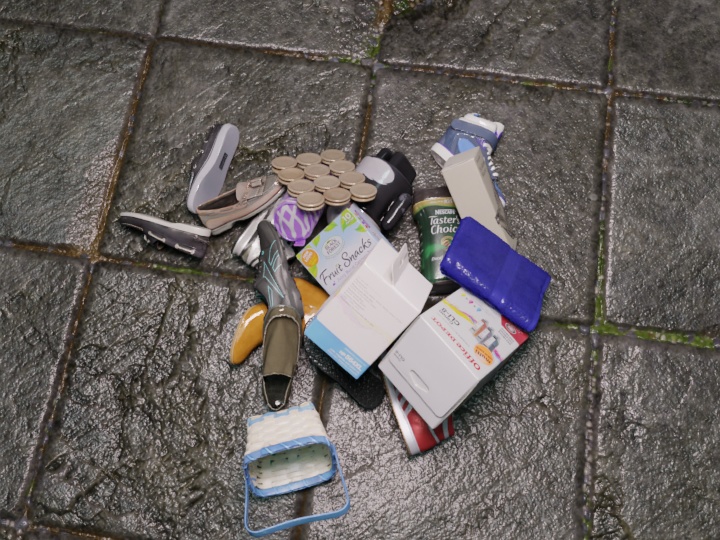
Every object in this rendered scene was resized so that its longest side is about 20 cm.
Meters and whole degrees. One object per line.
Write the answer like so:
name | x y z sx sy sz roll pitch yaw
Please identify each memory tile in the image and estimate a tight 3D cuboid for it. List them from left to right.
memory tile | -0.071 -0.167 1.371 0.151 0.017 0.201 -12 37 -20

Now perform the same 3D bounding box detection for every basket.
basket | -0.113 0.337 1.271 0.173 0.141 0.202 -11 41 -1

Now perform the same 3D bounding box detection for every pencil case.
pencil case | -0.098 -0.132 1.411 0.082 0.087 0.201 1 31 18

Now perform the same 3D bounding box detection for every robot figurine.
robot figurine | 0.023 -0.135 1.438 0.124 0.150 0.201 37 78 -2

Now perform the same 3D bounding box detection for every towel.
towel | 0.236 0.007 1.318 0.199 0.050 0.148 37 45 -3

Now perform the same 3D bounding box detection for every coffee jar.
coffee jar | 0.155 -0.063 1.428 0.102 0.086 0.204 -7 71 -1

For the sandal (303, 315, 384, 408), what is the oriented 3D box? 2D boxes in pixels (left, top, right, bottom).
sandal | -0.038 0.170 1.369 0.075 0.048 0.201 -40 97 -15

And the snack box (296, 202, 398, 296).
snack box | 0.000 0.000 1.367 0.142 0.053 0.201 -40 94 23

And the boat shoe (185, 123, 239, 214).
boat shoe | -0.311 -0.209 1.509 0.065 0.070 0.203 13 75 25

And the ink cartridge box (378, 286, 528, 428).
ink cartridge box | 0.160 0.139 1.284 0.145 0.145 0.199 46 38 14

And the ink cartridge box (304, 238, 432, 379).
ink cartridge box | 0.023 0.055 1.280 0.125 0.129 0.200 41 116 -3

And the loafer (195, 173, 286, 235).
loafer | -0.231 -0.134 1.432 0.198 0.063 0.073 -28 32 26

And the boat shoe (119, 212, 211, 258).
boat shoe | -0.384 -0.070 1.463 0.196 0.074 0.062 13 92 12

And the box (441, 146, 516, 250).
box | 0.222 -0.117 1.389 0.067 0.082 0.202 -18 109 24

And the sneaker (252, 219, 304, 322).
sneaker | -0.163 0.002 1.364 0.078 0.076 0.203 -17 71 -7

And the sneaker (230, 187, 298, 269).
sneaker | -0.153 -0.081 1.467 0.115 0.076 0.202 36 73 -5

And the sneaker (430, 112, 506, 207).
sneaker | 0.249 -0.225 1.478 0.146 0.081 0.200 -42 70 -6

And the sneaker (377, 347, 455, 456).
sneaker | 0.104 0.216 1.347 0.111 0.071 0.203 -20 80 0

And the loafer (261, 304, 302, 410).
loafer | -0.138 0.158 1.325 0.074 0.070 0.204 1 112 -9

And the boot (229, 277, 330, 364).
boot | -0.143 0.105 1.394 0.142 0.071 0.204 22 70 11
